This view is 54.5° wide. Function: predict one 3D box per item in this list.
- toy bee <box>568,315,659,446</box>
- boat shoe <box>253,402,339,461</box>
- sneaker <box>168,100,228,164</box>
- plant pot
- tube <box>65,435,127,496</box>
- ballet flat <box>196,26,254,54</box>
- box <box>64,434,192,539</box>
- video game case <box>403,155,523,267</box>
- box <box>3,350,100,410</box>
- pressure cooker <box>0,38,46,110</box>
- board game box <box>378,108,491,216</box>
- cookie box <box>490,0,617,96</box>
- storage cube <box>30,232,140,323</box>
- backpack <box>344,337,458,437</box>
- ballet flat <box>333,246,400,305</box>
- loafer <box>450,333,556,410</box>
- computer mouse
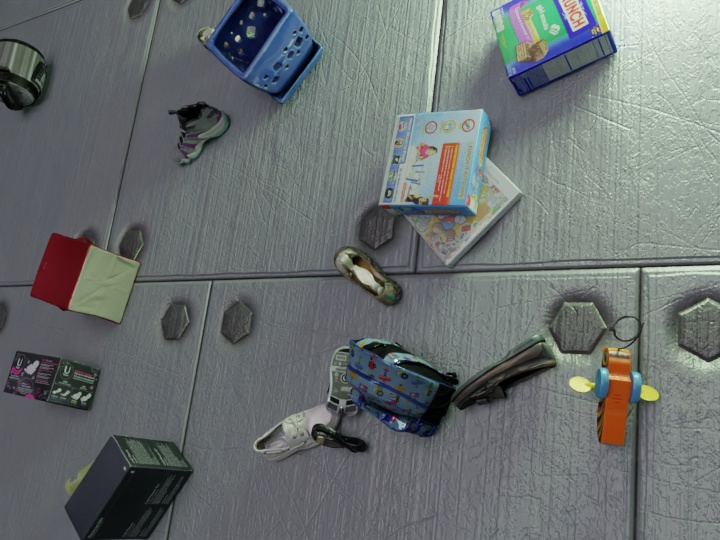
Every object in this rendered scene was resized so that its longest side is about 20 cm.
[{"bbox_3d":[0.412,0.168,1.110,0.130,0.109,0.202,27,104,5],"label":"toy bee"},{"bbox_3d":[-0.131,0.327,1.412,0.199,0.069,0.071,-35,56,17],"label":"boat shoe"},{"bbox_3d":[-0.453,-0.367,1.805,0.199,0.139,0.078,-38,58,16],"label":"sneaker"},{"bbox_3d":[-0.219,-0.538,1.687,0.201,0.179,0.200,-51,54,8],"label":"plant pot"},{"bbox_3d":[-0.630,0.485,1.702,0.199,0.052,0.058,-35,100,15],"label":"tube"},{"bbox_3d":[-0.366,-0.622,1.879,0.198,0.074,0.075,11,80,35],"label":"ballet flat"},{"bbox_3d":[-0.507,0.479,1.537,0.104,0.182,0.201,38,96,35],"label":"box"},{"bbox_3d":[0.193,-0.137,1.385,0.200,0.023,0.183,-46,56,12],"label":"video game case"},{"bbox_3d":[-0.802,0.285,1.823,0.197,0.132,0.117,3,72,33],"label":"box"},{"bbox_3d":[-1.155,-0.641,2.331,0.177,0.175,0.203,-11,65,33],"label":"pressure cooker"},{"bbox_3d":[0.148,-0.212,1.391,0.193,0.056,0.203,5,77,33],"label":"board game box"},{"bbox_3d":[0.368,-0.462,1.346,0.198,0.075,0.174,-21,63,25],"label":"cookie box"},{"bbox_3d":[-0.719,0.020,1.832,0.178,0.170,0.203,13,81,34],"label":"storage cube"},{"bbox_3d":[0.055,0.203,1.253,0.181,0.199,0.136,25,88,35],"label":"backpack"},{"bbox_3d":[0.000,0.000,1.432,0.199,0.075,0.068,39,97,36],"label":"ballet flat"},{"bbox_3d":[0.248,0.190,1.215,0.199,0.072,0.063,-39,63,14],"label":"loafer"},{"bbox_3d":[-0.032,0.251,1.380,0.108,0.044,0.203,9,69,0],"label":"computer mouse"}]
